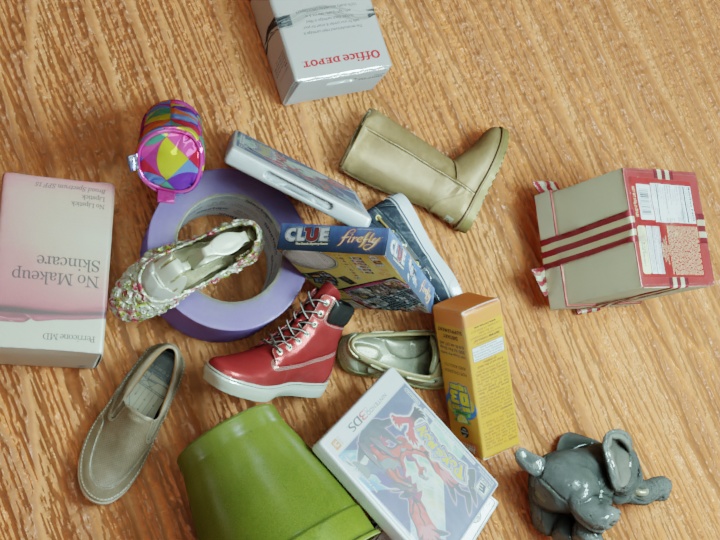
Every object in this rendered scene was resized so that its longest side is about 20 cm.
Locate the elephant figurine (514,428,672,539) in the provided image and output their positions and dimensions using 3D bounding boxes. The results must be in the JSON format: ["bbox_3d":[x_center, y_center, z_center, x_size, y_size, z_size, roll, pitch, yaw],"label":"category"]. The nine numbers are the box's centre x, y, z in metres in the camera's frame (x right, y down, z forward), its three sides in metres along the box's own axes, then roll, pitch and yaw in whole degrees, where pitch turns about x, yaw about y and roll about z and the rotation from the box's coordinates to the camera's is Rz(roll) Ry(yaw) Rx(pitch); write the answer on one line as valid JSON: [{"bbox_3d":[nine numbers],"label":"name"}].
[{"bbox_3d":[0.314,0.268,1.329,0.141,0.156,0.199,27,47,35],"label":"elephant figurine"}]

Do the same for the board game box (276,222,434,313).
[{"bbox_3d":[0.000,0.000,1.210,0.134,0.200,0.035,4,70,21],"label":"board game box"}]

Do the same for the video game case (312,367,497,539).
[{"bbox_3d":[0.058,0.233,1.192,0.200,0.023,0.182,48,39,2],"label":"video game case"}]

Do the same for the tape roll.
[{"bbox_3d":[-0.168,-0.017,1.240,0.198,0.085,0.202,5,76,-18],"label":"tape roll"}]

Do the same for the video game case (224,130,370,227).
[{"bbox_3d":[-0.079,-0.114,1.235,0.181,0.200,0.023,27,99,-11],"label":"video game case"}]

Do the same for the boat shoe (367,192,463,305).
[{"bbox_3d":[0.060,0.003,1.330,0.090,0.071,0.201,-29,84,-16],"label":"boat shoe"}]

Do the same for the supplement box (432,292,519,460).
[{"bbox_3d":[0.148,0.134,1.281,0.068,0.066,0.202,-20,107,-30],"label":"supplement box"}]

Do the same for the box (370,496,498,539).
[{"bbox_3d":[0.068,0.335,1.246,0.116,0.060,0.201,39,67,-6],"label":"box"}]

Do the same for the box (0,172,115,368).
[{"bbox_3d":[-0.355,0.004,1.155,0.127,0.109,0.202,5,74,-19],"label":"box"}]

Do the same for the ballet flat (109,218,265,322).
[{"bbox_3d":[-0.196,-0.009,1.149,0.199,0.064,0.076,-32,89,-23],"label":"ballet flat"}]

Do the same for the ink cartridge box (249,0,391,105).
[{"bbox_3d":[-0.060,-0.339,1.360,0.143,0.084,0.202,-14,80,-22],"label":"ink cartridge box"}]

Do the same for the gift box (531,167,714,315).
[{"bbox_3d":[0.337,-0.045,1.367,0.198,0.186,0.187,5,76,-34],"label":"gift box"}]

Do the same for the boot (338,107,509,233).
[{"bbox_3d":[0.092,-0.167,1.381,0.199,0.066,0.176,29,68,-9],"label":"boot"}]

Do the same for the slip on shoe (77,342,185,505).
[{"bbox_3d":[-0.263,0.174,1.169,0.076,0.061,0.201,33,68,-9],"label":"slip on shoe"}]

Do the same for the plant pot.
[{"bbox_3d":[-0.109,0.265,1.144,0.199,0.201,0.194,-25,74,-23],"label":"plant pot"}]

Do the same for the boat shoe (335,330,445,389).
[{"bbox_3d":[0.070,0.110,1.302,0.199,0.063,0.074,10,73,-17],"label":"boat shoe"}]

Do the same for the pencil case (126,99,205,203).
[{"bbox_3d":[-0.226,-0.147,1.197,0.087,0.200,0.089,-3,110,-7],"label":"pencil case"}]

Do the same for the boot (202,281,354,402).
[{"bbox_3d":[-0.091,0.076,1.182,0.199,0.072,0.145,4,113,-53],"label":"boot"}]
